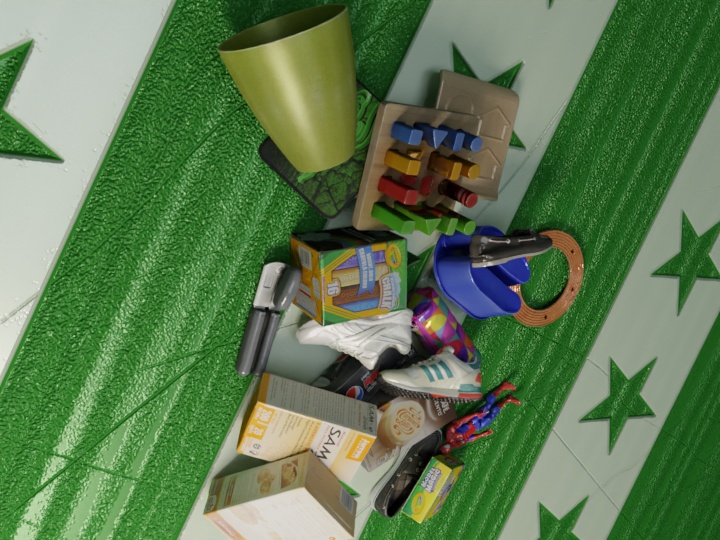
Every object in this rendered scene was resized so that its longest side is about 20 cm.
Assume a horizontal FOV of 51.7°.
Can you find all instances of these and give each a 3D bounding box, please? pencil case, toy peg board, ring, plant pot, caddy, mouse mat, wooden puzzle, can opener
[{"bbox_3d":[0.144,0.119,1.356,0.088,0.088,0.200,-47,121,-9],"label":"pencil case"},{"bbox_3d":[0.112,-0.144,1.155,0.200,0.098,0.199,-2,115,-39],"label":"toy peg board"},{"bbox_3d":[0.366,0.015,1.486,0.200,0.019,0.201,-9,111,-26],"label":"ring"},{"bbox_3d":[-0.079,-0.250,1.059,0.187,0.187,0.200,-29,120,-19],"label":"plant pot"},{"bbox_3d":[0.215,0.003,1.350,0.200,0.105,0.141,39,61,-32],"label":"caddy"},{"bbox_3d":[-0.038,-0.198,1.152,0.161,0.008,0.200,43,80,1],"label":"mouse mat"},{"bbox_3d":[0.183,-0.230,1.288,0.185,0.046,0.200,5,98,-36],"label":"wooden puzzle"},{"bbox_3d":[-0.152,0.080,1.192,0.053,0.066,0.200,12,104,-31],"label":"can opener"}]

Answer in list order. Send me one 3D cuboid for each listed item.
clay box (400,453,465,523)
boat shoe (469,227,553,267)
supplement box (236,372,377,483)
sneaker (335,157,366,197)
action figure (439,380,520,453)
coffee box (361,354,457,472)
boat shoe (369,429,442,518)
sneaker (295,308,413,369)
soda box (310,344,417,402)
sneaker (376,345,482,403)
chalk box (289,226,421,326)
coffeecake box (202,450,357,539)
[{"bbox_3d":[0.138,0.407,1.398,0.115,0.048,0.200,-60,161,-1],"label":"clay box"},{"bbox_3d":[0.265,-0.050,1.284,0.200,0.067,0.057,-15,100,-38],"label":"boat shoe"},{"bbox_3d":[-0.087,0.258,1.211,0.200,0.074,0.126,18,123,-11],"label":"supplement box"},{"bbox_3d":[0.024,-0.160,1.208,0.200,0.071,0.080,-42,117,-13],"label":"sneaker"},{"bbox_3d":[0.235,0.300,1.480,0.200,0.052,0.065,-33,124,-18],"label":"action figure"},{"bbox_3d":[0.064,0.258,1.354,0.200,0.080,0.114,-28,116,-19],"label":"coffee box"},{"bbox_3d":[0.098,0.387,1.427,0.069,0.057,0.200,42,82,-32],"label":"boat shoe"},{"bbox_3d":[-0.007,0.116,1.233,0.200,0.078,0.099,-6,79,0],"label":"sneaker"},{"bbox_3d":[-0.001,0.179,1.299,0.200,0.071,0.063,-42,121,-12],"label":"soda box"},{"bbox_3d":[0.122,0.175,1.293,0.200,0.070,0.093,10,72,-18],"label":"sneaker"},{"bbox_3d":[0.000,0.000,1.213,0.200,0.125,0.124,-8,109,-26],"label":"chalk box"},{"bbox_3d":[-0.131,0.394,1.227,0.200,0.073,0.154,-21,124,22],"label":"coffeecake box"}]
